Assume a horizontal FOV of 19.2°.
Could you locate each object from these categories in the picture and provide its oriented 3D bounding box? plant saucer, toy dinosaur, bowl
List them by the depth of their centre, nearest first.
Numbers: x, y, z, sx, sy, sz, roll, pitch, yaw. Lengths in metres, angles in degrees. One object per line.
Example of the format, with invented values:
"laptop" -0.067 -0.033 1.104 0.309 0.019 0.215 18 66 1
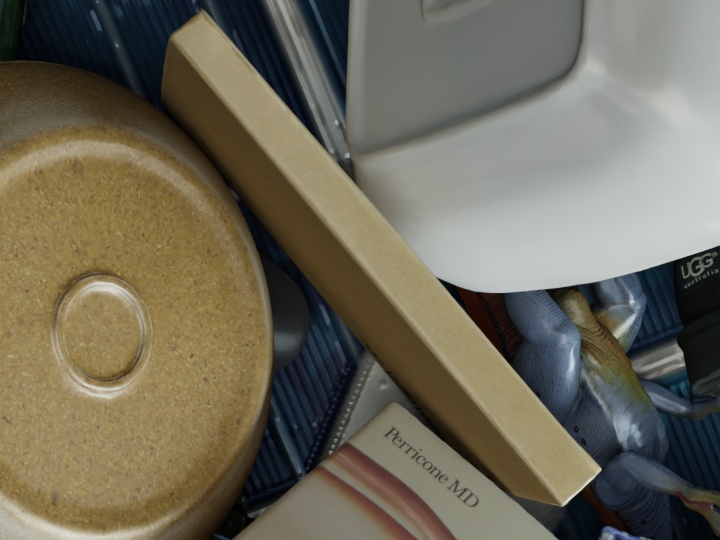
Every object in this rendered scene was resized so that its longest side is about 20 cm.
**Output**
"bowl" 0.061 -0.101 0.719 0.074 0.200 0.201 12 74 -33
"plant saucer" -0.099 0.023 0.748 0.200 0.035 0.201 7 80 -40
"toy dinosaur" 0.101 0.054 0.842 0.199 0.105 0.182 11 117 36

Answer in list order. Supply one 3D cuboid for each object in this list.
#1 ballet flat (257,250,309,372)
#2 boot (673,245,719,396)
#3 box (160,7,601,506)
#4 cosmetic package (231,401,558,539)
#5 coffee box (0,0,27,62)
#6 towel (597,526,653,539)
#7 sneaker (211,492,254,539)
"ballet flat" -0.116 -0.001 0.822 0.199 0.073 0.073 22 100 -2
"boot" 0.164 -0.033 0.792 0.073 0.198 0.163 -24 67 38
"box" 0.000 0.000 0.763 0.021 0.163 0.200 -40 92 -7
"cosmetic package" -0.024 0.154 0.752 0.103 0.087 0.200 38 56 19
"coffee box" -0.229 -0.083 0.794 0.199 0.044 0.123 3 64 2
"towel" 0.172 0.146 0.815 0.199 0.145 0.024 13 64 -1
"sneaker" -0.088 0.101 0.843 0.078 0.070 0.200 -40 103 5
